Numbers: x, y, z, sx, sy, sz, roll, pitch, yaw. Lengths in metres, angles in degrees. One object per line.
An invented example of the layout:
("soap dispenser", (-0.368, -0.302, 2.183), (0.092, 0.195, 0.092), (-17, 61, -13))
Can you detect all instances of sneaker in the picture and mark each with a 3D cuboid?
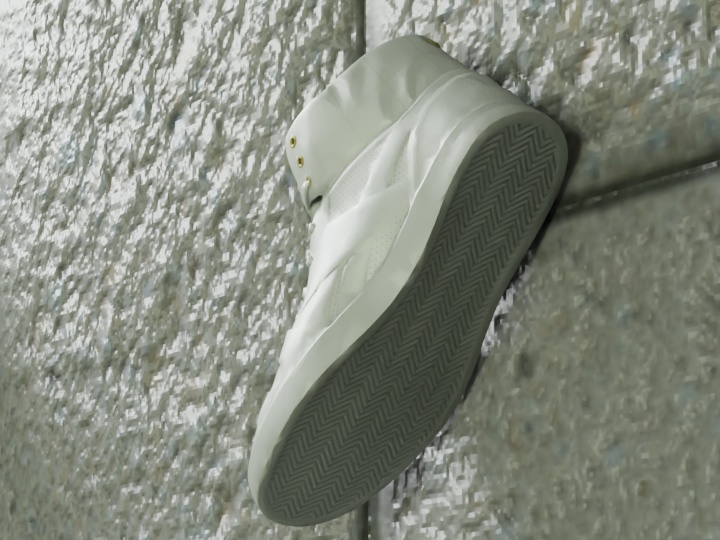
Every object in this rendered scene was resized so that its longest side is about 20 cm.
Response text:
("sneaker", (0.000, 0.000, 0.803), (0.200, 0.074, 0.116), (-58, 39, 12))
